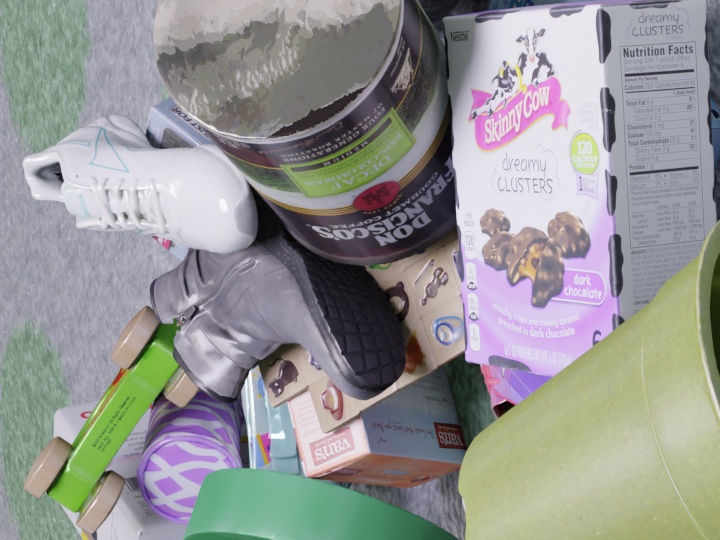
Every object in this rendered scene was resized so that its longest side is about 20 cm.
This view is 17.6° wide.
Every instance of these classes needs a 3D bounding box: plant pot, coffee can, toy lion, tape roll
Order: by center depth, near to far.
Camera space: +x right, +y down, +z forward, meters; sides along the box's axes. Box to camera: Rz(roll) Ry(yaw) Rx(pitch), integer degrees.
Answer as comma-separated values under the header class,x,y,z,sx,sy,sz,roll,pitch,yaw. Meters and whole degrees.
class,x,y,z,sx,sy,sz,roll,pitch,yaw
plant pot,0.153,0.097,1.123,0.189,0.199,0.201,-29,68,37
coffee can,-0.018,-0.105,1.353,0.200,0.146,0.147,49,-160,-63
tape roll,-0.019,0.193,1.564,0.200,0.199,0.048,-27,41,62
toy lion,-0.159,0.073,1.727,0.200,0.068,0.192,-54,7,19

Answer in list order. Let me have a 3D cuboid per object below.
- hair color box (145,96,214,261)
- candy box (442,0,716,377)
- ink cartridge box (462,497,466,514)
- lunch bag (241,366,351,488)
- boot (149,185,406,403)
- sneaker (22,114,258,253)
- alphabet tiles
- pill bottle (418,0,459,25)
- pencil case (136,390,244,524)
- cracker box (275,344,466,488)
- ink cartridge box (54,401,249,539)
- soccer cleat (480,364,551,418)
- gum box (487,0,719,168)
class,x,y,z,sx,sy,sz,roll,pitch,yaw
hair color box,-0.067,-0.096,1.594,0.061,0.200,0.099,37,134,20
candy box,0.120,-0.046,1.272,0.167,0.071,0.202,6,101,63
ink cartridge box,0.159,0.189,1.256,0.084,0.144,0.201,-54,48,54
lunch bag,-0.048,0.082,1.678,0.160,0.076,0.202,-147,50,-89
boot,-0.054,0.040,1.475,0.132,0.069,0.200,-53,46,25
sneaker,-0.139,-0.045,1.467,0.200,0.080,0.071,18,121,48
alphabet tiles,0.000,0.000,1.474,0.199,0.006,0.167,-32,67,32
pill bottle,0.030,-0.217,1.472,0.200,0.113,0.114,-42,58,58
pencil case,-0.122,0.117,1.794,0.200,0.085,0.084,-83,11,-62
cracker box,-0.004,0.042,1.565,0.057,0.134,0.201,-24,70,27
ink cartridge box,-0.148,0.181,1.862,0.200,0.144,0.085,44,135,53
soccer cleat,0.095,0.048,1.421,0.200,0.073,0.068,53,-178,43
gum box,0.130,-0.085,1.374,0.201,0.044,0.171,62,146,39
